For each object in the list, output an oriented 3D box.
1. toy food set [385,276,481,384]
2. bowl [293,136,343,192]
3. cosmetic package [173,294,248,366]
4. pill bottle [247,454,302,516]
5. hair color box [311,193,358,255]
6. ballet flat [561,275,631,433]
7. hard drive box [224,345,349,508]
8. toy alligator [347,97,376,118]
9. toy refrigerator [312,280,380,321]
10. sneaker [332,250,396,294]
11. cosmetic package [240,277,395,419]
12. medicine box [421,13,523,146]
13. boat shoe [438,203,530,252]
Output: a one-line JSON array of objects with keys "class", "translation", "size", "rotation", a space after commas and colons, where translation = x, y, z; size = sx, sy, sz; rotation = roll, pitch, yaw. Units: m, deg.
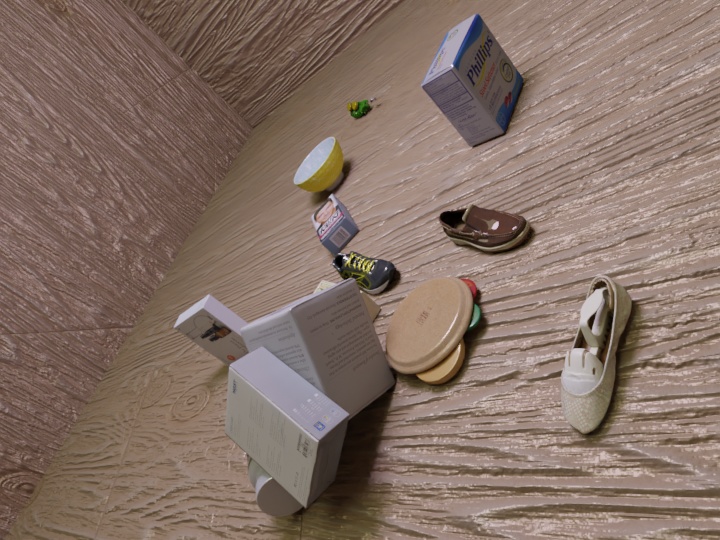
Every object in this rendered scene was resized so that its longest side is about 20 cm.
[{"class": "toy food set", "translation": [0.123, 0.094, 0.926], "size": [0.198, 0.048, 0.201], "rotation": [0, 55, 57]}, {"class": "bowl", "translation": [-0.118, -0.327, 1.755], "size": [0.199, 0.107, 0.202], "rotation": [-36, 30, 24]}, {"class": "cosmetic package", "translation": [-0.382, 0.168, 1.439], "size": [0.149, 0.199, 0.052], "rotation": [-28, 32, 36]}, {"class": "pill bottle", "translation": [-0.150, 0.334, 0.971], "size": [0.116, 0.115, 0.201], "rotation": [-45, 27, 7]}, {"class": "hair color box", "translation": [-0.076, -0.133, 1.501], "size": [0.099, 0.060, 0.201], "rotation": [-45, 27, 9]}, {"class": "ballet flat", "translation": [0.284, 0.097, 0.661], "size": [0.067, 0.062, 0.203], "rotation": [-9, 48, 52]}, {"class": "hard drive box", "translation": [-0.124, 0.246, 0.848], "size": [0.198, 0.159, 0.076], "rotation": [31, 36, 26]}, {"class": "toy alligator", "translation": [0.003, -0.603, 1.981], "size": [0.199, 0.058, 0.056], "rotation": [15, 109, 60]}, {"class": "toy refrigerator", "translation": [-0.045, 0.079, 1.179], "size": [0.077, 0.070, 0.199], "rotation": [-56, 27, -12]}, {"class": "sneaker", "translation": [0.000, 0.000, 1.191], "size": [0.198, 0.084, 0.076], "rotation": [-3, 52, 55]}, {"class": "cosmetic package", "translation": [-0.075, 0.150, 0.934], "size": [0.165, 0.204, 0.165], "rotation": [-20, 3, 43]}, {"class": "medicine box", "translation": [0.257, -0.426, 1.203], "size": [0.102, 0.199, 0.185], "rotation": [-10, 46, 50]}, {"class": "boat shoe", "translation": [0.216, -0.083, 0.976], "size": [0.201, 0.075, 0.076], "rotation": [4, 57, 58]}]
